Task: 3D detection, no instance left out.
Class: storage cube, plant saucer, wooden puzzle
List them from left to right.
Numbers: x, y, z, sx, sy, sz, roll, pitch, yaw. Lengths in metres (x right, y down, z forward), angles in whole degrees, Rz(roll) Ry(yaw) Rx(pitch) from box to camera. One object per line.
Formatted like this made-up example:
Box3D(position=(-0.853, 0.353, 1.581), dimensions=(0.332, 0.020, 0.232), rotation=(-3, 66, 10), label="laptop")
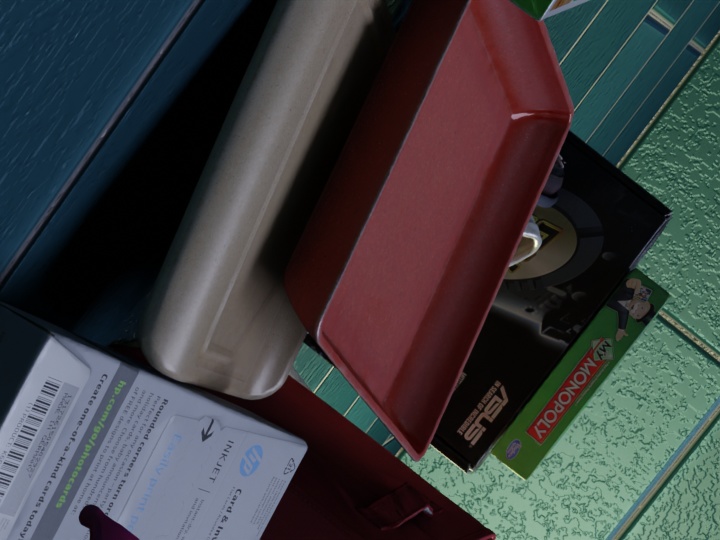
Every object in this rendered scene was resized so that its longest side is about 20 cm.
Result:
Box3D(position=(-0.069, 0.159, 1.045), dimensions=(0.201, 0.179, 0.171), rotation=(-56, 164, 10), label="storage cube")
Box3D(position=(-0.035, -0.038, 0.886), dimensions=(0.200, 0.037, 0.186), rotation=(40, 73, -78), label="wooden puzzle")
Box3D(position=(0.031, -0.032, 0.955), dimensions=(0.201, 0.037, 0.200), rotation=(-65, 158, -13), label="plant saucer")

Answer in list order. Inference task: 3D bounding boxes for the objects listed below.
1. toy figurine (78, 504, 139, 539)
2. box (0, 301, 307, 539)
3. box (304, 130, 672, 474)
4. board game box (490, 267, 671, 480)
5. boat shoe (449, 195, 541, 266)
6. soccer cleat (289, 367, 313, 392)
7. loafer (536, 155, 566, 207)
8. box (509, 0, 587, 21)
Box3D(position=(-0.129, 0.092, 0.481), dimensions=(0.200, 0.184, 0.150), rotation=(-49, 172, -14), label="toy figurine")
Box3D(position=(-0.114, 0.109, 0.816), dimensions=(0.157, 0.041, 0.200), rotation=(-62, 148, -2), label="box")
Box3D(position=(0.066, -0.003, 1.275), dimensions=(0.200, 0.164, 0.086), rotation=(-51, 173, 0), label="box")
Box3D(position=(0.136, 0.062, 1.267), dimensions=(0.135, 0.029, 0.200), rotation=(-53, 173, 3), label="board game box")
Box3D(position=(0.000, 0.000, 1.047), dimensions=(0.199, 0.065, 0.074), rotation=(-26, 151, -16), label="boat shoe")
Box3D(position=(-0.062, 0.101, 1.289), dimensions=(0.069, 0.085, 0.200), rotation=(-49, 172, -22), label="soccer cleat")
Box3D(position=(0.071, -0.083, 1.138), dimensions=(0.063, 0.072, 0.200), rotation=(-57, 151, 9), label="loafer")
Box3D(position=(0.111, -0.214, 0.824), dimensions=(0.200, 0.097, 0.176), rotation=(-56, 169, 22), label="box")
